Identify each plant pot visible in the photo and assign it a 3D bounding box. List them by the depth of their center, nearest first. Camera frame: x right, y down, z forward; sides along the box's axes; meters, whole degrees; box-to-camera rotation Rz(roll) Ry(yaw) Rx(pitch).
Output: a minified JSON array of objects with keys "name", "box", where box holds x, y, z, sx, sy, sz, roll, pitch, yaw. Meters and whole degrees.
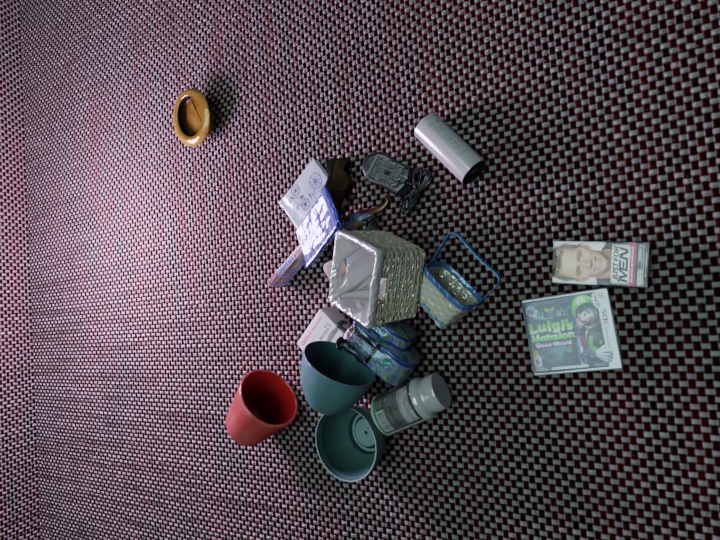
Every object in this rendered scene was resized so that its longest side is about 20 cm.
[{"name":"plant pot","box":[-0.077,0.297,1.410,0.199,0.199,0.136,33,110,28]},{"name":"plant pot","box":[-0.008,0.466,1.495,0.198,0.134,0.203,0,90,32]},{"name":"plant pot","box":[-0.323,0.441,1.673,0.201,0.199,0.178,54,125,20]}]

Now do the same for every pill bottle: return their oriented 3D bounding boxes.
[{"name":"pill bottle","box":[0.133,0.353,1.419,0.199,0.113,0.114,-31,74,27]}]

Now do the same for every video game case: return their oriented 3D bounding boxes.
[{"name":"video game case","box":[0.490,0.145,1.249,0.198,0.023,0.185,-12,83,32]}]

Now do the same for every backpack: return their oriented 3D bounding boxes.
[{"name":"backpack","box":[0.069,0.196,1.422,0.200,0.183,0.148,42,108,14]}]

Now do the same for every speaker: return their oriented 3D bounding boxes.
[{"name":"speaker","box":[0.231,-0.316,1.382,0.081,0.081,0.200,-49,66,22]}]

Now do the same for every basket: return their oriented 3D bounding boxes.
[{"name":"basket","box":[0.233,0.028,1.339,0.177,0.138,0.201,50,126,21]},{"name":"basket","box":[0.037,0.013,1.353,0.199,0.159,0.201,29,117,50]}]

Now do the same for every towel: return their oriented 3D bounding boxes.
[{"name":"towel","box":[-0.124,-0.122,1.520,0.200,0.024,0.146,-49,50,37]}]

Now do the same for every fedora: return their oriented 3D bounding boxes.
[{"name":"fedora","box":[-0.579,-0.539,1.894,0.198,0.082,0.204,3,96,30]}]

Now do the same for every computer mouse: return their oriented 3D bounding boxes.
[{"name":"computer mouse","box":[0.093,-0.255,1.488,0.199,0.053,0.139,35,98,18]}]

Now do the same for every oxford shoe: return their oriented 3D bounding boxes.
[{"name":"oxford shoe","box":[-0.059,-0.239,1.551,0.083,0.073,0.203,-2,73,18]}]

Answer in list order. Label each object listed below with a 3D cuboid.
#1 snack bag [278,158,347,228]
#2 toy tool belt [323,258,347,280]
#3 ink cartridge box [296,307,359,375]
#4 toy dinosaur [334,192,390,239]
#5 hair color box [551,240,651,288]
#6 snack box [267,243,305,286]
[{"name":"snack bag","box":[-0.151,-0.211,1.657,0.200,0.021,0.189,-46,66,23]},{"name":"toy tool belt","box":[0.000,0.000,1.514,0.198,0.125,0.124,-24,96,14]},{"name":"ink cartridge box","box":[-0.072,0.226,1.565,0.200,0.084,0.147,43,110,23]},{"name":"toy dinosaur","box":[-0.019,-0.136,1.564,0.180,0.105,0.201,20,67,40]},{"name":"hair color box","box":[0.538,-0.015,1.198,0.198,0.060,0.102,2,90,33]},{"name":"snack box","box":[-0.205,-0.022,1.659,0.200,0.072,0.024,-45,70,23]}]
